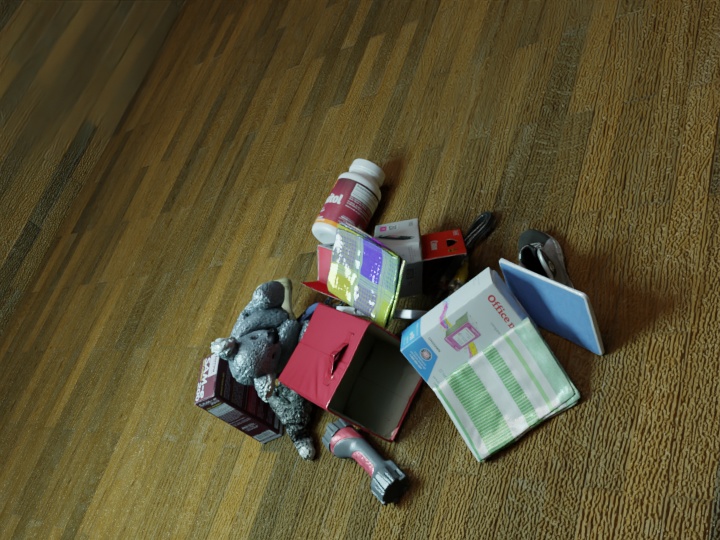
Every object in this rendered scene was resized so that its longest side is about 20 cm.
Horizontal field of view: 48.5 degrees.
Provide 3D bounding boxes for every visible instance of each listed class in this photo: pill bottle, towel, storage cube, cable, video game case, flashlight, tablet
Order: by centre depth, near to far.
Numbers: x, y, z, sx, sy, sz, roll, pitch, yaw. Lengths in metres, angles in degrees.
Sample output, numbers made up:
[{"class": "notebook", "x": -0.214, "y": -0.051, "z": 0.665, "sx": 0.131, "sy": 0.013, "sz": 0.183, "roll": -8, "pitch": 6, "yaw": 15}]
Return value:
[{"class": "towel", "x": 0.233, "y": 0.196, "z": 1.292, "sx": 0.199, "sy": 0.023, "sz": 0.153, "roll": -37, "pitch": 74, "yaw": 15}, {"class": "tablet", "x": 0.311, "y": 0.056, "z": 1.311, "sx": 0.014, "sy": 0.131, "sz": 0.199, "roll": -37, "pitch": 33, "yaw": -18}, {"class": "flashlight", "x": 0.005, "y": 0.344, "z": 1.434, "sx": 0.067, "sy": 0.069, "sz": 0.200, "roll": -15, "pitch": 31, "yaw": -26}, {"class": "towel", "x": 0.004, "y": 0.008, "z": 1.475, "sx": 0.199, "sy": 0.023, "sz": 0.145, "roll": 33, "pitch": 117, "yaw": 47}, {"class": "storage cube", "x": -0.013, "y": 0.184, "z": 1.478, "sx": 0.179, "sy": 0.199, "sz": 0.172, "roll": 16, "pitch": 75, "yaw": 54}, {"class": "video game case", "x": 0.071, "y": 0.084, "z": 1.529, "sx": 0.199, "sy": 0.142, "sz": 0.018, "roll": 1, "pitch": 86, "yaw": 46}, {"class": "cable", "x": 0.204, "y": -0.027, "z": 1.584, "sx": 0.201, "sy": 0.050, "sz": 0.097, "roll": -54, "pitch": 18, "yaw": -25}, {"class": "pill bottle", "x": -0.022, "y": -0.151, "z": 1.845, "sx": 0.112, "sy": 0.113, "sz": 0.202, "roll": 5, "pitch": 62, "yaw": 48}]

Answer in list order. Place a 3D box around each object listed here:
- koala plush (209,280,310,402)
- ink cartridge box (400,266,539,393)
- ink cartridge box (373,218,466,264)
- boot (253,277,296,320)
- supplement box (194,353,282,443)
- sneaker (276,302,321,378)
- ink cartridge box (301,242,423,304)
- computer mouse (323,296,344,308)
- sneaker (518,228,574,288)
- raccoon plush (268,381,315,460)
[{"class": "koala plush", "x": -0.197, "y": 0.158, "z": 1.559, "sx": 0.183, "sy": 0.177, "sz": 0.200, "roll": -40, "pitch": 10, "yaw": 23}, {"class": "ink cartridge box", "x": 0.187, "y": 0.116, "z": 1.358, "sx": 0.199, "sy": 0.145, "sz": 0.085, "roll": -38, "pitch": 10, "yaw": 14}, {"class": "ink cartridge box", "x": 0.113, "y": -0.061, "z": 1.557, "sx": 0.171, "sy": 0.044, "sz": 0.200, "roll": -11, "pitch": 15, "yaw": 6}, {"class": "boot", "x": -0.219, "y": 0.118, "z": 1.744, "sx": 0.199, "sy": 0.073, "sz": 0.157, "roll": -35, "pitch": 45, "yaw": 25}, {"class": "supplement box", "x": -0.244, "y": 0.263, "z": 1.645, "sx": 0.060, "sy": 0.200, "sz": 0.110, "roll": -26, "pitch": 42, "yaw": 28}, {"class": "sneaker", "x": -0.152, "y": 0.141, "z": 1.764, "sx": 0.200, "sy": 0.070, "sz": 0.078, "roll": -49, "pitch": 42, "yaw": 2}, {"class": "ink cartridge box", "x": 0.000, "y": 0.000, "z": 1.633, "sx": 0.199, "sy": 0.174, "sz": 0.085, "roll": 18, "pitch": 112, "yaw": 51}, {"class": "computer mouse", "x": -0.011, "y": 0.072, "z": 1.716, "sx": 0.199, "sy": 0.034, "sz": 0.059, "roll": -5, "pitch": 76, "yaw": 49}, {"class": "sneaker", "x": 0.307, "y": -0.027, "z": 1.394, "sx": 0.075, "sy": 0.115, "sz": 0.201, "roll": -36, "pitch": 39, "yaw": 17}, {"class": "raccoon plush", "x": -0.100, "y": 0.270, "z": 1.619, "sx": 0.133, "sy": 0.097, "sz": 0.201, "roll": -35, "pitch": 67, "yaw": -3}]
